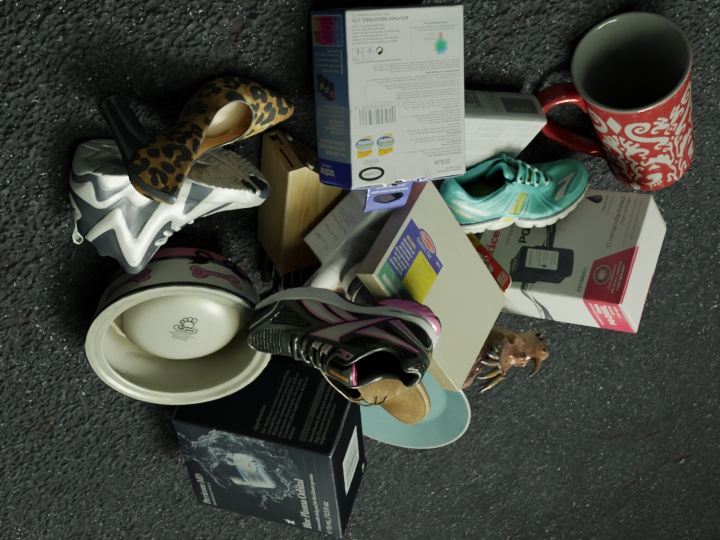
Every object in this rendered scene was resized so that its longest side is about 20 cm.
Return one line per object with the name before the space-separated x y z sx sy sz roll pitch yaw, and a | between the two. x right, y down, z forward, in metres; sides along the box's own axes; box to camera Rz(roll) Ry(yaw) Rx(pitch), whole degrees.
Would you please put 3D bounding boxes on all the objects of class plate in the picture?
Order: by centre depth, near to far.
plate | 0.037 0.142 1.360 0.199 0.026 0.201 13 140 11

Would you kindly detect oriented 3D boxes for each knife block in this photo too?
knife block | -0.080 -0.042 1.246 0.176 0.064 0.200 -46 146 13

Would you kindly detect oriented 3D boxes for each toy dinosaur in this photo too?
toy dinosaur | 0.125 0.115 1.420 0.085 0.136 0.200 12 131 -47

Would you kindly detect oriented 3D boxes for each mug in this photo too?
mug | 0.312 -0.195 1.356 0.134 0.176 0.200 -66 151 -17

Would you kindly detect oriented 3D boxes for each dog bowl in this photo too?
dog bowl | -0.194 0.057 1.229 0.198 0.074 0.201 -5 138 -4

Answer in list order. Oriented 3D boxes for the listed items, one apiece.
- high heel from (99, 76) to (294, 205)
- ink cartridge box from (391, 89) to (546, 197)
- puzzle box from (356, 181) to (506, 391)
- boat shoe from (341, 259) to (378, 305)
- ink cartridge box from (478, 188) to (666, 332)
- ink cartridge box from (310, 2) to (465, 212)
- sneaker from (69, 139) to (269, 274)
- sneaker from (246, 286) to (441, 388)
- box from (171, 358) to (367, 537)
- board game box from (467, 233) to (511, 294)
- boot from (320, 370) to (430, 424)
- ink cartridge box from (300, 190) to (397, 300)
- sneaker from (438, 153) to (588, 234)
high heel | -0.130 -0.114 1.068 0.199 0.143 0.072 -9 137 -29
ink cartridge box | 0.096 -0.129 1.320 0.159 0.048 0.200 -3 150 -35
puzzle box | 0.081 0.017 1.223 0.200 0.025 0.133 54 56 -36
boat shoe | 0.049 0.042 1.279 0.073 0.063 0.200 -45 151 11
ink cartridge box | 0.246 -0.020 1.375 0.084 0.199 0.146 45 60 -51
ink cartridge box | 0.029 -0.156 1.122 0.135 0.076 0.202 -9 104 -28
sneaker | -0.197 -0.056 1.138 0.198 0.080 0.130 -3 135 -34
sneaker | -0.022 0.073 1.144 0.198 0.087 0.081 0 135 12
box | -0.104 0.210 1.390 0.198 0.118 0.197 11 141 13
board game box | 0.099 0.057 1.382 0.030 0.096 0.201 10 122 -46
boot | 0.011 0.128 1.275 0.073 0.076 0.200 -13 136 31
ink cartridge box | 0.000 0.000 1.274 0.176 0.045 0.200 -45 151 12
sneaker | 0.178 -0.094 1.319 0.199 0.078 0.080 -14 145 -18
